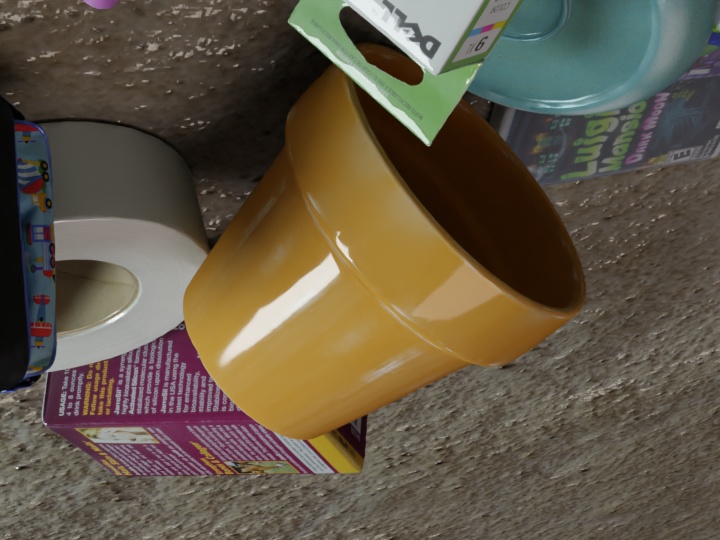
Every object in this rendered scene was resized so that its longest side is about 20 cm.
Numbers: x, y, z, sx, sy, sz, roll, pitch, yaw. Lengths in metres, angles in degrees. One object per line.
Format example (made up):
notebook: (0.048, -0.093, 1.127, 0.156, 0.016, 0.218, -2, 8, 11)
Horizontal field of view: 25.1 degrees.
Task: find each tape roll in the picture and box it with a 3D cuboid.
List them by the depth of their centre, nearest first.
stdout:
tape roll: (-0.197, -0.010, 1.015, 0.202, 0.071, 0.203, -12, 154, -6)

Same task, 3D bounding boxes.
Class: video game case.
video game case: (0.176, -0.119, 1.056, 0.181, 0.023, 0.200, -10, 154, -11)

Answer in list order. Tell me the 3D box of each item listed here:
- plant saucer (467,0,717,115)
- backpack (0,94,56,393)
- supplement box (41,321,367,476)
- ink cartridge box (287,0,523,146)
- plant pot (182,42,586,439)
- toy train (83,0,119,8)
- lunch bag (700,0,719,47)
plant saucer: (0.078, -0.146, 0.810, 0.200, 0.027, 0.200, 21, 148, 14)
backpack: (-0.279, -0.007, 0.865, 0.200, 0.183, 0.134, -10, 172, 25)
supplement box: (-0.105, 0.080, 1.147, 0.200, 0.103, 0.131, -2, 157, 14)
ink cartridge box: (0.031, -0.159, 0.731, 0.059, 0.104, 0.200, -27, 154, -56)
plant pot: (0.000, 0.000, 0.959, 0.183, 0.200, 0.200, -41, 146, 23)
toy train: (-0.112, -0.192, 0.726, 0.150, 0.056, 0.200, -34, 151, 29)
lunch bag: (0.261, -0.196, 0.850, 0.170, 0.128, 0.200, -32, 167, 31)
